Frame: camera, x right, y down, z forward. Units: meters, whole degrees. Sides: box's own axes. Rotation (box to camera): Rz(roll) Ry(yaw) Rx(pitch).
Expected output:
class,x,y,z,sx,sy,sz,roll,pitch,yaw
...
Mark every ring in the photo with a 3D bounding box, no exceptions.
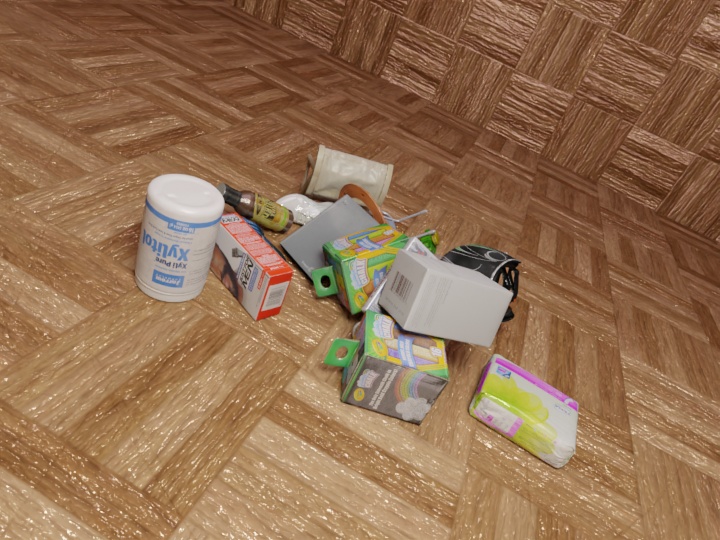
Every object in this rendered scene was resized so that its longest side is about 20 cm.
class,x,y,z,sx,sy,sz,roll,pitch,yaw
ring,0.010,-0.116,1.268,0.019,0.201,0.200,-27,55,-26

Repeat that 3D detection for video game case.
class,x,y,z,sx,sy,sz,roll,pitch,yaw
video game case,0.122,0.066,1.048,0.200,0.183,0.023,42,-18,-21

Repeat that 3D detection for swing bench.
class,x,y,z,sx,sy,sz,roll,pitch,yaw
swing bench,-0.045,-0.235,1.395,0.198,0.131,0.200,12,2,-16

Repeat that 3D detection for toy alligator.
class,x,y,z,sx,sy,sz,roll,pitch,yaw
toy alligator,0.186,-0.060,1.429,0.055,0.059,0.200,64,17,-16

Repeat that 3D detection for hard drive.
class,x,y,z,sx,sy,sz,roll,pitch,yaw
hard drive,-0.067,-0.073,1.199,0.200,0.033,0.140,-38,58,-12

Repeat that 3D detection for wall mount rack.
class,x,y,z,sx,sy,sz,roll,pitch,yaw
wall mount rack,0.108,-0.133,1.472,0.173,0.075,0.201,14,33,-16

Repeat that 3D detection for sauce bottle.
class,x,y,z,sx,sy,sz,roll,pitch,yaw
sauce bottle,-0.242,-0.143,1.205,0.199,0.065,0.065,21,24,-48

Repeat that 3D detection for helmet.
class,x,y,z,sx,sy,sz,roll,pitch,yaw
helmet,0.261,0.030,1.222,0.199,0.202,0.190,-9,16,-42

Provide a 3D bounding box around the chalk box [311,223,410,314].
class,x,y,z,sx,sy,sz,roll,pitch,yaw
chalk box,0.000,0.000,1.096,0.199,0.126,0.124,-21,26,-15

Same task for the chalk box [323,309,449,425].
class,x,y,z,sx,sy,sz,roll,pitch,yaw
chalk box,0.038,0.164,0.933,0.199,0.125,0.124,20,31,-9

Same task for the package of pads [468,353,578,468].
class,x,y,z,sx,sy,sz,roll,pitch,yaw
package of pads,0.320,0.268,1.019,0.199,0.068,0.154,30,31,11

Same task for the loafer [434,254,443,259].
class,x,y,z,sx,sy,sz,roll,pitch,yaw
loafer,0.180,-0.008,1.353,0.063,0.072,0.199,23,20,35

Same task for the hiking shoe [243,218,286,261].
class,x,y,z,sx,sy,sz,roll,pitch,yaw
hiking shoe,-0.229,-0.067,1.148,0.199,0.075,0.087,35,34,17

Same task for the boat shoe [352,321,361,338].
class,x,y,z,sx,sy,sz,roll,pitch,yaw
boat shoe,0.065,0.126,1.071,0.201,0.075,0.065,-3,1,-33

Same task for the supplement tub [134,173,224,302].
class,x,y,z,sx,sy,sz,roll,pitch,yaw
supplement tub,-0.328,-0.058,0.948,0.131,0.201,0.132,16,31,-10

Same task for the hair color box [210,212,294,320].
class,x,y,z,sx,sy,sz,roll,pitch,yaw
hair color box,-0.225,-0.011,1.032,0.064,0.111,0.200,-13,47,-45

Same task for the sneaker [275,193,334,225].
class,x,y,z,sx,sy,sz,roll,pitch,yaw
sneaker,-0.126,-0.141,1.335,0.199,0.071,0.080,4,39,-30

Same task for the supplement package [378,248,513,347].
class,x,y,z,sx,sy,sz,roll,pitch,yaw
supplement package,0.156,0.052,0.973,0.199,0.118,0.117,15,13,-27
